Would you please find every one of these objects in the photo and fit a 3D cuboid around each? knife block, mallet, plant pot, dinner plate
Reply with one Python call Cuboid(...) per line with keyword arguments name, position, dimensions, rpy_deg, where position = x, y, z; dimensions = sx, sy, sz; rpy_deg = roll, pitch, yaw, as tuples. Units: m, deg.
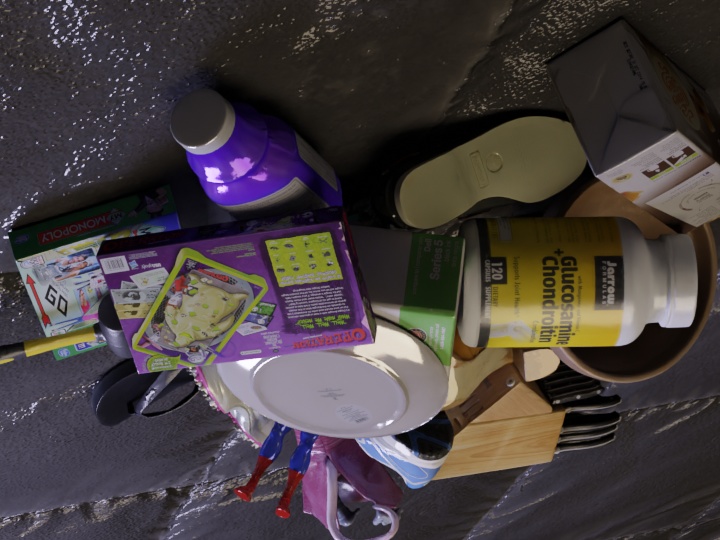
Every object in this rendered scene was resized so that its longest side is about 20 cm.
Cuboid(name="knife block", position=(0.154, 0.157, 1.882), dimensions=(0.200, 0.064, 0.176), rpy_deg=(-40, 132, 10))
Cuboid(name="mallet", position=(-0.272, 0.059, 1.583), dimensions=(0.199, 0.041, 0.066), rpy_deg=(-10, 155, -12))
Cuboid(name="plant pot", position=(0.229, 0.000, 1.787), dimensions=(0.200, 0.202, 0.093), rpy_deg=(-7, -173, -26))
Cuboid(name="dinner plate", position=(-0.026, 0.095, 1.604), dimensions=(0.199, 0.024, 0.200), rpy_deg=(7, 146, 4))

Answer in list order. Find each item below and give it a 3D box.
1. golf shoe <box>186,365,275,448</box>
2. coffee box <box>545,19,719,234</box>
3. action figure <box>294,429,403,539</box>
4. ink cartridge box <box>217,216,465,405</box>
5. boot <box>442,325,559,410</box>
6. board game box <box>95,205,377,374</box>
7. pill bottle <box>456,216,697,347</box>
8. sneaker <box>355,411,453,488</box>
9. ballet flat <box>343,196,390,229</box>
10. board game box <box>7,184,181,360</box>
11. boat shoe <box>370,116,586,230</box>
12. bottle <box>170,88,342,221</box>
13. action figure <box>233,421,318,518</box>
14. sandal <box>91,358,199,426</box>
Cuboid(name="golf shoe", position=(-0.095, 0.103, 1.764), dimensions=(0.091, 0.075, 0.200), rpy_deg=(-38, 155, -3))
Cuboid(name="coffee box", position=(0.247, -0.115, 1.598), dimensions=(0.080, 0.115, 0.200), rpy_deg=(-30, 153, 21))
Cuboid(name="action figure", position=(-0.042, 0.165, 1.874), dimensions=(0.133, 0.201, 0.149), rpy_deg=(-18, -165, 11))
Cuboid(name="ink cartridge box", position=(-0.018, 0.033, 1.608), dimensions=(0.199, 0.084, 0.146), rpy_deg=(7, 145, 3))
Cuboid(name="boot", position=(0.081, 0.062, 1.808), dimensions=(0.200, 0.144, 0.071), rpy_deg=(-8, 122, -12))
Cuboid(name="board game box", position=(-0.096, 0.017, 1.505), dimensions=(0.199, 0.032, 0.120), rpy_deg=(-7, 119, 12))
Cuboid(name="pill bottle", position=(0.184, 0.010, 1.647), dimensions=(0.199, 0.112, 0.112), rpy_deg=(-1, 153, -2))
Cuboid(name="sneaker", position=(0.003, 0.130, 1.808), dimensions=(0.076, 0.200, 0.077), rpy_deg=(-28, 148, -30))
Cuboid(name="ballet flat", position=(0.000, 0.000, 1.699), dimensions=(0.072, 0.072, 0.201), rpy_deg=(-19, 150, -3))
Cuboid(name="board game box", position=(-0.209, 0.005, 1.592), dimensions=(0.134, 0.029, 0.200), rpy_deg=(-17, 155, -6))
Cuboid(name="boat shoe", position=(0.101, -0.085, 1.616), dimensions=(0.201, 0.074, 0.063), rpy_deg=(-19, -168, -26))
Cuboid(name="bottle", position=(-0.083, -0.081, 1.470), dimensions=(0.083, 0.066, 0.200), rpy_deg=(-18, 156, 16))
Cuboid(name="action figure", position=(-0.047, 0.115, 1.718), dimensions=(0.065, 0.201, 0.099), rpy_deg=(23, 163, 6))
Cuboid(name="sandal", position=(-0.171, 0.098, 1.791), dimensions=(0.200, 0.043, 0.076), rpy_deg=(-30, 154, 19))
